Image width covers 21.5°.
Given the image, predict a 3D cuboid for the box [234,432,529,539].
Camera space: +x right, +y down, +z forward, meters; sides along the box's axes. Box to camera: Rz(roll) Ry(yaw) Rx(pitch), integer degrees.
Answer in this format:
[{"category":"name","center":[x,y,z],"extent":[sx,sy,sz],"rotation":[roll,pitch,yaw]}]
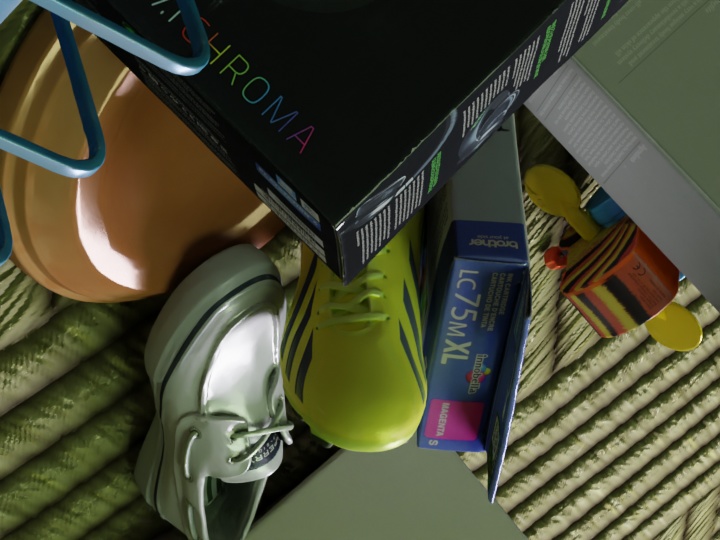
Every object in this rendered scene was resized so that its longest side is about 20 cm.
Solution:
[{"category":"box","center":[-0.023,0.180,1.021],"extent":[0.200,0.109,0.128],"rotation":[-39,173,-17]}]

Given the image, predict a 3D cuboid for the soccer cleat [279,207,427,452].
[{"category":"soccer cleat","center":[-0.001,0.000,0.846],"extent":[0.064,0.201,0.084],"rotation":[5,126,-3]}]

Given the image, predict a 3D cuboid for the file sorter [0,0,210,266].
[{"category":"file sorter","center":[-0.129,-0.086,0.544],"extent":[0.200,0.123,0.138],"rotation":[-41,140,23]}]

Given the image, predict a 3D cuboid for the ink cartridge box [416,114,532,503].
[{"category":"ink cartridge box","center":[0.049,-0.005,0.889],"extent":[0.042,0.201,0.120],"rotation":[3,132,-6]}]

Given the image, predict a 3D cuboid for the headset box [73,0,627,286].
[{"category":"headset box","center":[0.004,-0.131,0.677],"extent":[0.200,0.174,0.093],"rotation":[-44,171,-8]}]

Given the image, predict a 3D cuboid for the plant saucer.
[{"category":"plant saucer","center":[-0.068,-0.065,0.807],"extent":[0.199,0.037,0.201],"rotation":[-33,146,-27]}]

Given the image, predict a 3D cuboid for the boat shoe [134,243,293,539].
[{"category":"boat shoe","center":[-0.058,0.067,0.895],"extent":[0.073,0.067,0.201],"rotation":[-30,156,-27]}]

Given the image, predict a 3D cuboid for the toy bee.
[{"category":"toy bee","center":[0.150,-0.008,1.080],"extent":[0.109,0.131,0.199],"rotation":[-38,169,32]}]

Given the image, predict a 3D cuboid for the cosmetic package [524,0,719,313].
[{"category":"cosmetic package","center":[0.172,-0.074,0.930],"extent":[0.107,0.200,0.090],"rotation":[-39,176,-17]}]
